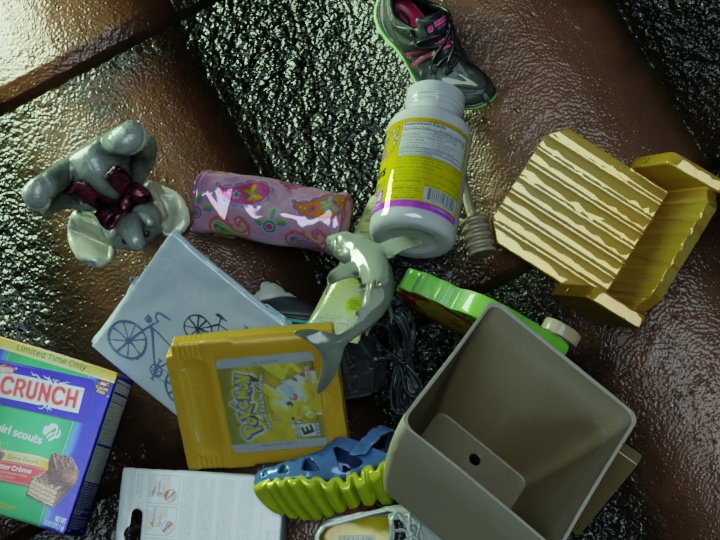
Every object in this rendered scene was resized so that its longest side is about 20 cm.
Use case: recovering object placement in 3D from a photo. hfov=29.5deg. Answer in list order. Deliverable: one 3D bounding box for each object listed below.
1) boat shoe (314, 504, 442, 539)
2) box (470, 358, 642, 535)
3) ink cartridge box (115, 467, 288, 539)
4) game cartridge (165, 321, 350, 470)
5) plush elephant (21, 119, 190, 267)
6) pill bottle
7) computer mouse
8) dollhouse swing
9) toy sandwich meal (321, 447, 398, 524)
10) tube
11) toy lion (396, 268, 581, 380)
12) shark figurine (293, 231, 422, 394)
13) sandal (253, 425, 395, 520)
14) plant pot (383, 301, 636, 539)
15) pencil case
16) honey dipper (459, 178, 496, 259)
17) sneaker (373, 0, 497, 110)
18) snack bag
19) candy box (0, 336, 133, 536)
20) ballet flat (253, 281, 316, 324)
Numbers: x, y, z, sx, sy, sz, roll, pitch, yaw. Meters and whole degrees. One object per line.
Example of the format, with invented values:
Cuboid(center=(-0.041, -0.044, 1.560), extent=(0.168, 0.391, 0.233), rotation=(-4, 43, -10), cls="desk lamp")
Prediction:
Cuboid(center=(0.046, 0.289, 1.514), extent=(0.201, 0.086, 0.075), rotation=(-3, 78, 6), cls="boat shoe")
Cuboid(center=(0.203, 0.200, 1.560), extent=(0.200, 0.164, 0.021), rotation=(36, 48, 10), cls="box")
Cuboid(center=(-0.188, 0.319, 1.614), extent=(0.199, 0.047, 0.161), rotation=(3, 79, 7), cls="ink cartridge box")
Cuboid(center=(-0.118, 0.150, 1.597), extent=(0.199, 0.032, 0.177), rotation=(-6, 116, 4), cls="game cartridge")
Cuboid(center=(-0.296, -0.082, 1.653), extent=(0.164, 0.200, 0.155), rotation=(-31, 101, -1), cls="plush elephant")
Cuboid(center=(0.076, -0.123, 1.622), extent=(0.104, 0.104, 0.201), rotation=(9, 64, 5), cls="pill bottle")
Cuboid(center=(-0.027, 0.118, 1.634), extent=(0.199, 0.053, 0.139), rotation=(-7, 105, 3), cls="computer mouse")
Cuboid(center=(0.280, -0.067, 1.604), extent=(0.175, 0.182, 0.200), rotation=(35, 83, -11), cls="dollhouse swing")
Cuboid(center=(0.054, 0.299, 1.587), extent=(0.204, 0.070, 0.206), rotation=(-1, 79, 4), cls="toy sandwich meal")
Cuboid(center=(0.000, 0.000, 1.628), extent=(0.052, 0.058, 0.201), rotation=(32, 61, -13), cls="tube")
Cuboid(center=(0.134, 0.056, 1.572), extent=(0.191, 0.200, 0.069), rotation=(32, 81, -9), cls="toy lion")
Cuboid(center=(0.011, 0.040, 1.535), extent=(0.127, 0.090, 0.215), rotation=(-6, 40, 16), cls="shark figurine")
Cuboid(center=(-0.025, 0.231, 1.573), extent=(0.199, 0.080, 0.087), rotation=(-8, 47, 4), cls="sandal")
Cuboid(center=(0.137, 0.195, 1.456), extent=(0.199, 0.177, 0.200), rotation=(39, 53, 4), cls="plant pot")
Cuboid(center=(-0.110, -0.069, 1.669), extent=(0.199, 0.087, 0.088), rotation=(9, 79, 6), cls="pencil case")
Cuboid(center=(0.127, -0.114, 1.684), extent=(0.038, 0.038, 0.201), rotation=(-12, 75, 1), cls="honey dipper")
Cuboid(center=(0.090, -0.277, 1.690), extent=(0.077, 0.084, 0.200), rotation=(-40, 79, -20), cls="sneaker")
Cuboid(center=(-0.203, 0.074, 1.620), extent=(0.188, 0.021, 0.200), rotation=(38, 113, 4), cls="snack bag")
Cuboid(center=(-0.387, 0.197, 1.634), extent=(0.168, 0.077, 0.201), rotation=(15, 79, 8), cls="candy box")
Cuboid(center=(-0.134, 0.048, 1.653), extent=(0.199, 0.073, 0.074), rotation=(-6, 78, 7), cls="ballet flat")
